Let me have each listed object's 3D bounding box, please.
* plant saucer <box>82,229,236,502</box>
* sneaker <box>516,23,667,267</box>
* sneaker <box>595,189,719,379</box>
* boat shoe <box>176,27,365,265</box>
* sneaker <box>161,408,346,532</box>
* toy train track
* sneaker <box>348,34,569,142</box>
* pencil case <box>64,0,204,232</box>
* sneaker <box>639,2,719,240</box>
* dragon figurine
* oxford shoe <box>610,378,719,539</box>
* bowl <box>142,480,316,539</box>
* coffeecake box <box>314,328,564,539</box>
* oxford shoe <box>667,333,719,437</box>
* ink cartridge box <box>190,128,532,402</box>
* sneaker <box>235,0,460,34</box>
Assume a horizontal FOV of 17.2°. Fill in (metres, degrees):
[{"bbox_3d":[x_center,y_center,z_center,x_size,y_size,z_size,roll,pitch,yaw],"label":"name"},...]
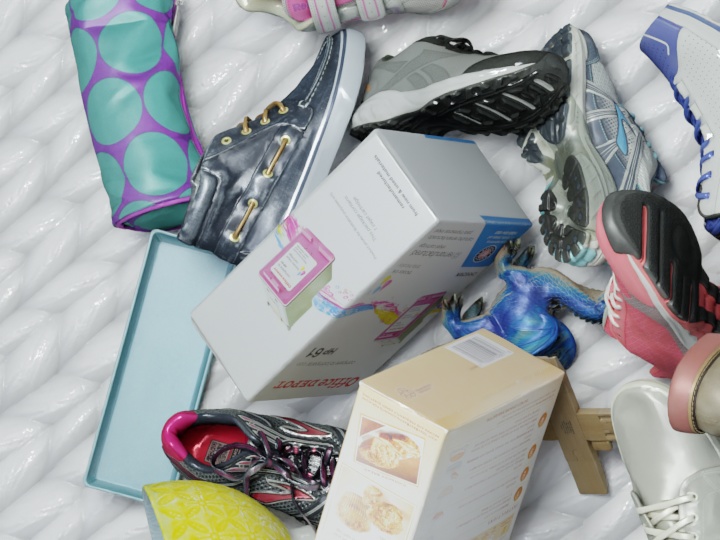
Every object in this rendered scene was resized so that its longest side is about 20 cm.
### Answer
[{"bbox_3d":[-0.149,0.074,1.788,0.070,0.019,0.200,15,85,1],"label":"plant saucer"},{"bbox_3d":[0.165,-0.082,1.670,0.078,0.086,0.200,-47,39,47],"label":"sneaker"},{"bbox_3d":[0.190,0.022,1.570,0.087,0.200,0.074,-11,51,30],"label":"sneaker"},{"bbox_3d":[-0.063,-0.097,1.736,0.091,0.071,0.200,21,76,-8],"label":"boat shoe"},{"bbox_3d":[-0.051,0.143,1.705,0.200,0.075,0.081,4,69,23],"label":"sneaker"},{"bbox_3d":[0.183,0.098,1.615,0.200,0.033,0.115,-2,122,37],"label":"toy train track"},{"bbox_3d":[0.067,-0.136,1.687,0.200,0.074,0.079,-8,65,49],"label":"sneaker"},{"bbox_3d":[-0.163,-0.129,1.807,0.092,0.085,0.200,-14,75,1],"label":"pencil case"},{"bbox_3d":[0.252,-0.086,1.618,0.199,0.081,0.115,41,92,23],"label":"sneaker"},{"bbox_3d":[0.112,0.048,1.668,0.200,0.059,0.099,-43,67,9],"label":"dragon figurine"},{"bbox_3d":[0.213,0.166,1.552,0.075,0.058,0.200,-24,86,42],"label":"oxford shoe"},{"bbox_3d":[-0.074,0.231,1.663,0.108,0.200,0.200,-16,72,-9],"label":"bowl"},{"bbox_3d":[0.043,0.156,1.589,0.073,0.153,0.200,28,116,26],"label":"coffeecake box"},{"bbox_3d":[0.277,0.051,1.541,0.075,0.070,0.200,14,41,34],"label":"oxford shoe"},{"bbox_3d":[0.000,0.000,1.659,0.200,0.145,0.085,-43,69,24],"label":"ink cartridge box"},{"bbox_3d":[-0.013,-0.210,1.740,0.200,0.081,0.088,5,40,33],"label":"sneaker"}]
